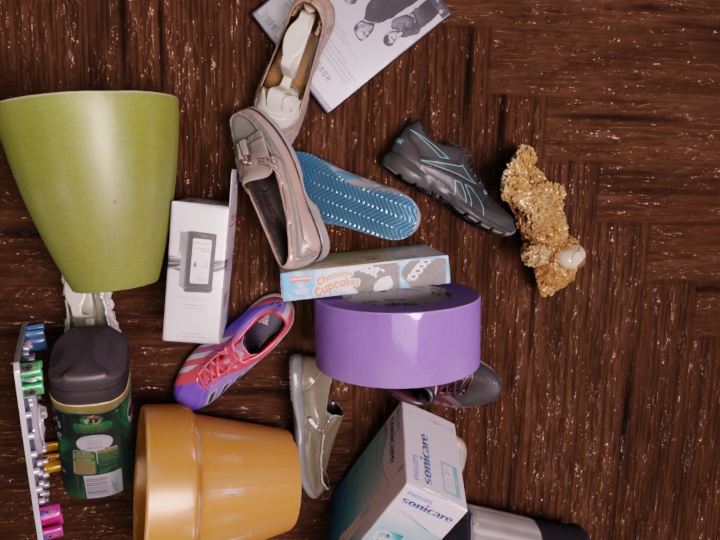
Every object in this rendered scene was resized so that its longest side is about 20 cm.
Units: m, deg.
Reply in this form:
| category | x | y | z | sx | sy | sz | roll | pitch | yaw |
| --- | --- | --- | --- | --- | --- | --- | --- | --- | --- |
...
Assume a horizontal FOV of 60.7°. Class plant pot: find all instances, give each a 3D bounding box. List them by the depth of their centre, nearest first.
| category | x | y | z | sx | sy | sz | roll | pitch | yaw |
| --- | --- | --- | --- | --- | --- | --- | --- | --- | --- |
| plant pot | -0.283 | -0.082 | 0.678 | 0.186 | 0.187 | 0.201 | -7 | 99 | -6 |
| plant pot | -0.177 | 0.264 | 0.759 | 0.183 | 0.200 | 0.201 | 3 | 99 | -23 |

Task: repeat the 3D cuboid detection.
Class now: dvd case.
| category | x | y | z | sx | sy | sz | roll | pitch | yaw |
| --- | --- | --- | --- | --- | --- | --- | --- | --- | --- |
| dvd case | -0.010 | -0.316 | 0.760 | 0.200 | 0.025 | 0.150 | -39 | 102 | 1 |

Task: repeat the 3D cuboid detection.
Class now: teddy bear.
| category | x | y | z | sx | sy | sz | roll | pitch | yaw |
| --- | --- | --- | --- | --- | --- | --- | --- | --- | --- |
| teddy bear | 0.235 | -0.065 | 0.786 | 0.067 | 0.145 | 0.201 | -16 | 97 | 30 |

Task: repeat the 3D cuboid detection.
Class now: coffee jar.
| category | x | y | z | sx | sy | sz | roll | pitch | yaw |
| --- | --- | --- | --- | --- | --- | --- | --- | --- | --- |
| coffee jar | -0.314 | 0.167 | 0.725 | 0.085 | 0.104 | 0.201 | -1 | 123 | -18 |

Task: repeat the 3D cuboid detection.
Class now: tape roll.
| category | x | y | z | sx | sy | sz | roll | pitch | yaw |
| --- | --- | --- | --- | --- | --- | --- | --- | --- | --- |
| tape roll | 0.044 | 0.068 | 0.741 | 0.199 | 0.200 | 0.085 | -2 | 100 | -7 |

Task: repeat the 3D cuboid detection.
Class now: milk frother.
| category | x | y | z | sx | sy | sz | roll | pitch | yaw |
| --- | --- | --- | --- | --- | --- | --- | --- | --- | --- |
| milk frother | 0.211 | 0.436 | 0.824 | 0.187 | 0.200 | 0.181 | 14 | 101 | -9 |

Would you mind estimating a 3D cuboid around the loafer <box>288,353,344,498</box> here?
| category | x | y | z | sx | sy | sz | roll | pitch | yaw |
| --- | --- | --- | --- | --- | --- | --- | --- | --- | --- |
| loafer | -0.054 | 0.206 | 0.813 | 0.069 | 0.075 | 0.201 | -5 | 103 | -6 |

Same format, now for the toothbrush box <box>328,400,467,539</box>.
| category | x | y | z | sx | sy | sz | roll | pitch | yaw |
| --- | --- | --- | --- | --- | --- | --- | --- | --- | --- |
| toothbrush box | 0.040 | 0.290 | 0.775 | 0.085 | 0.147 | 0.200 | 26 | 114 | -11 |

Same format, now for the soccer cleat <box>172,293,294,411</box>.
| category | x | y | z | sx | sy | sz | roll | pitch | yaw |
| --- | --- | --- | --- | --- | --- | --- | --- | --- | --- |
| soccer cleat | -0.165 | 0.108 | 0.784 | 0.200 | 0.073 | 0.068 | -42 | 102 | 0 |

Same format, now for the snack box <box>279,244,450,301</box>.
| category | x | y | z | sx | sy | sz | roll | pitch | yaw |
| --- | --- | --- | --- | --- | --- | --- | --- | --- | --- |
| snack box | 0.000 | 0.000 | 0.766 | 0.199 | 0.116 | 0.037 | -6 | 100 | -6 |

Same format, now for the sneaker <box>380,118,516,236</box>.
| category | x | y | z | sx | sy | sz | roll | pitch | yaw |
| --- | --- | --- | --- | --- | --- | --- | --- | --- | --- |
| sneaker | 0.126 | -0.114 | 0.786 | 0.200 | 0.075 | 0.079 | 31 | 92 | -11 |

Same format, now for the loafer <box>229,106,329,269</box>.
| category | x | y | z | sx | sy | sz | roll | pitch | yaw |
| --- | --- | --- | --- | --- | --- | --- | --- | --- | --- |
| loafer | -0.103 | -0.096 | 0.710 | 0.063 | 0.072 | 0.201 | -27 | 89 | -45 |

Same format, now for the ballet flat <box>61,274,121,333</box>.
| category | x | y | z | sx | sy | sz | roll | pitch | yaw |
| --- | --- | --- | --- | --- | --- | --- | --- | --- | --- |
| ballet flat | -0.340 | 0.060 | 0.758 | 0.071 | 0.072 | 0.201 | -6 | 101 | -6 |

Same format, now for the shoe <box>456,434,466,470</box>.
| category | x | y | z | sx | sy | sz | roll | pitch | yaw |
| --- | --- | --- | --- | --- | --- | --- | --- | --- | --- |
| shoe | 0.092 | 0.323 | 0.862 | 0.070 | 0.053 | 0.200 | 29 | 94 | -11 |

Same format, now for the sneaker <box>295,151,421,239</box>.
| category | x | y | z | sx | sy | sz | roll | pitch | yaw |
| --- | --- | --- | --- | --- | --- | --- | --- | --- | --- |
| sneaker | -0.020 | -0.089 | 0.774 | 0.199 | 0.081 | 0.077 | 24 | 98 | 9 |

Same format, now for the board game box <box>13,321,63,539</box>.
| category | x | y | z | sx | sy | sz | roll | pitch | yaw |
| --- | --- | --- | --- | --- | --- | --- | --- | --- | --- |
| board game box | -0.369 | 0.175 | 0.710 | 0.026 | 0.200 | 0.201 | -7 | 101 | -25 |

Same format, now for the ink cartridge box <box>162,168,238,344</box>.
| category | x | y | z | sx | sy | sz | roll | pitch | yaw |
| --- | --- | --- | --- | --- | --- | --- | --- | --- | --- |
| ink cartridge box | -0.189 | -0.024 | 0.738 | 0.068 | 0.116 | 0.201 | 6 | 98 | -9 |

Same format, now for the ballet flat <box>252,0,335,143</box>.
| category | x | y | z | sx | sy | sz | roll | pitch | yaw |
| --- | --- | --- | --- | --- | --- | --- | --- | --- | --- |
| ballet flat | -0.088 | -0.228 | 0.723 | 0.068 | 0.067 | 0.201 | 20 | 109 | -1 |

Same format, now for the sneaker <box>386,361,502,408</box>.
| category | x | y | z | sx | sy | sz | roll | pitch | yaw |
| --- | --- | --- | --- | --- | --- | --- | --- | --- | --- |
| sneaker | 0.104 | 0.154 | 0.805 | 0.199 | 0.116 | 0.076 | 12 | 97 | -9 |
